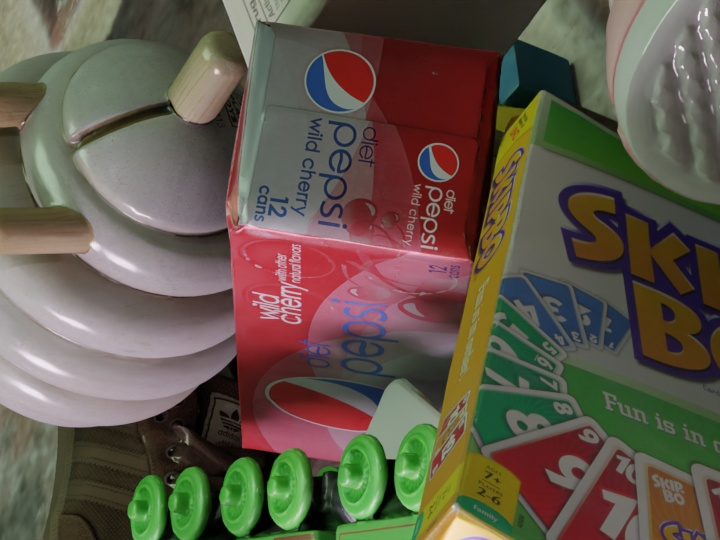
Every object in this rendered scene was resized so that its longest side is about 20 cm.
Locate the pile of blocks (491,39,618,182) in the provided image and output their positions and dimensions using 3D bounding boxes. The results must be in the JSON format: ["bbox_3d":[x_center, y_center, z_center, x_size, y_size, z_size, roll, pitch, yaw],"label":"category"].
[{"bbox_3d":[0.015,-0.053,0.944,0.200,0.062,0.082,3,75,62],"label":"pile of blocks"}]

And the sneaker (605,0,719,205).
[{"bbox_3d":[0.127,-0.112,0.665,0.200,0.075,0.105,-49,15,17],"label":"sneaker"}]

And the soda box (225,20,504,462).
[{"bbox_3d":[0.000,0.000,0.833,0.200,0.070,0.064,92,-173,-70],"label":"soda box"}]

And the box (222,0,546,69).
[{"bbox_3d":[0.032,-0.144,0.780,0.200,0.078,0.095,-52,47,41],"label":"box"}]

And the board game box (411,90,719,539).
[{"bbox_3d":[0.069,0.027,0.685,0.030,0.095,0.200,-54,11,30],"label":"board game box"}]

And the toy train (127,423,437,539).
[{"bbox_3d":[-0.013,0.079,0.784,0.200,0.042,0.057,-17,68,59],"label":"toy train"}]

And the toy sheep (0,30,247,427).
[{"bbox_3d":[-0.090,-0.014,0.955,0.200,0.138,0.138,-44,36,48],"label":"toy sheep"}]

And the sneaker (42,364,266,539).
[{"bbox_3d":[-0.069,0.075,1.010,0.076,0.070,0.200,-48,35,28],"label":"sneaker"}]

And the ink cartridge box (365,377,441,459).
[{"bbox_3d":[0.051,0.117,0.754,0.116,0.067,0.200,-67,26,8],"label":"ink cartridge box"}]
